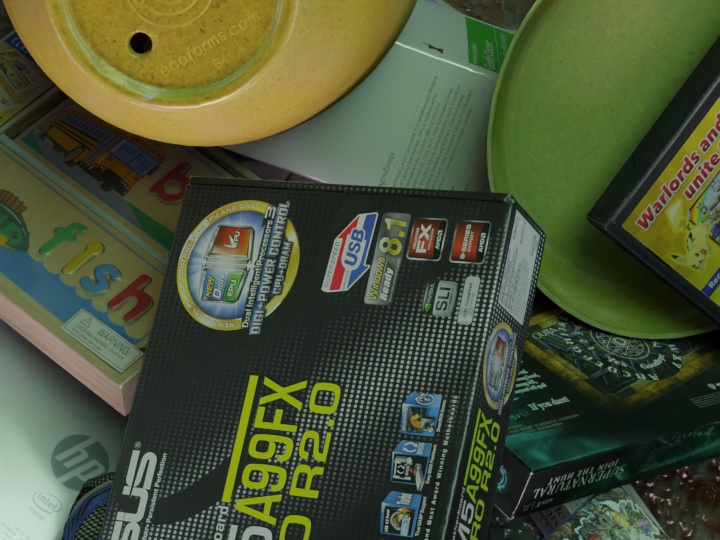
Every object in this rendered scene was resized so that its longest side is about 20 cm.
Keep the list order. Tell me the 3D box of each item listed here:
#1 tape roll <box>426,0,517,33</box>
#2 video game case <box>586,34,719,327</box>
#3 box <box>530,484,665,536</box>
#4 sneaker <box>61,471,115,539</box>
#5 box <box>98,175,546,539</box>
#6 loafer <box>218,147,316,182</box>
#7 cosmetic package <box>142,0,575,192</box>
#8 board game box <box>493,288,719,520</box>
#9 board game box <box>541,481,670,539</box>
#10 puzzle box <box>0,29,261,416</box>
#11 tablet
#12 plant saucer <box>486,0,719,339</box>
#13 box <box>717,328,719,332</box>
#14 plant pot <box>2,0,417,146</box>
[{"bbox_3d":[0.068,-0.175,1.175,0.199,0.066,0.201,7,66,-16],"label":"tape roll"},{"bbox_3d":[0.229,-0.053,1.009,0.180,0.025,0.200,36,92,-25],"label":"video game case"},{"bbox_3d":[0.132,0.146,1.078,0.041,0.039,0.200,-31,81,-28],"label":"box"},{"bbox_3d":[-0.044,0.130,0.996,0.199,0.075,0.079,7,65,-20],"label":"sneaker"},{"bbox_3d":[-0.019,0.063,0.911,0.159,0.044,0.201,5,72,27],"label":"box"},{"bbox_3d":[0.000,0.000,1.092,0.199,0.063,0.072,33,95,1],"label":"loafer"},{"bbox_3d":[-0.005,-0.092,1.052,0.199,0.085,0.108,20,20,-7],"label":"cosmetic package"},{"bbox_3d":[0.095,0.045,0.996,0.199,0.028,0.135,-9,40,-44],"label":"board game box"},{"bbox_3d":[0.112,0.227,0.950,0.200,0.160,0.097,47,38,10],"label":"board game box"},{"bbox_3d":[-0.135,-0.032,1.031,0.200,0.025,0.133,35,59,23],"label":"puzzle box"},{"bbox_3d":[-0.146,0.108,1.018,0.200,0.014,0.130,39,62,0],"label":"tablet"},{"bbox_3d":[0.145,-0.068,1.004,0.199,0.031,0.201,-6,108,-19],"label":"plant saucer"},{"bbox_3d":[0.252,0.010,1.151,0.199,0.079,0.142,5,63,-16],"label":"box"},{"bbox_3d":[-0.069,-0.135,0.907,0.199,0.142,0.201,1,110,2],"label":"plant pot"}]
